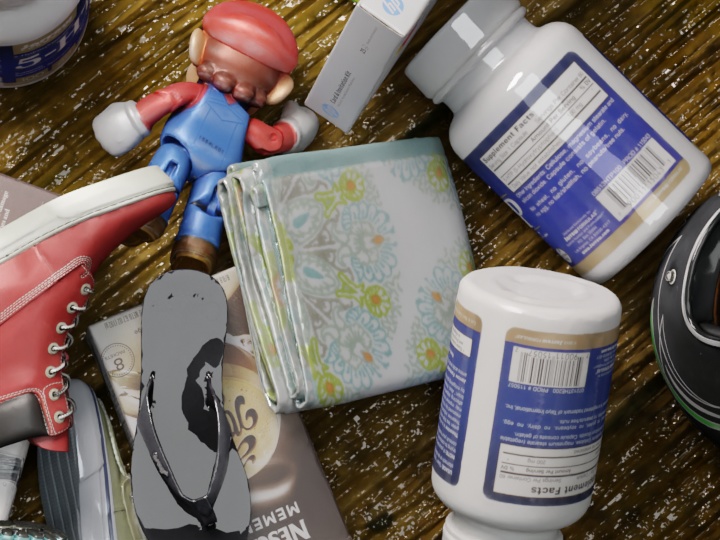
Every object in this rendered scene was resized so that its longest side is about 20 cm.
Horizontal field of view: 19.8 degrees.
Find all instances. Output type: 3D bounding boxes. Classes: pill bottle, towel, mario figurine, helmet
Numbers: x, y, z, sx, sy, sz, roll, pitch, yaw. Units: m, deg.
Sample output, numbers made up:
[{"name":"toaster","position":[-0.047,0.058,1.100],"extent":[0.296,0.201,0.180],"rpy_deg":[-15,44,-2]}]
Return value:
[{"name":"pill bottle","position":[0.107,0.106,1.389],"extent":[0.110,0.111,0.201],"rpy_deg":[6,105,-7]},{"name":"towel","position":[0.000,0.000,1.405],"extent":[0.199,0.048,0.172],"rpy_deg":[-10,86,-41]},{"name":"mario figurine","position":[-0.106,-0.094,1.425],"extent":[0.106,0.124,0.201],"rpy_deg":[9,65,32]},{"name":"helmet","position":[0.291,0.039,1.404],"extent":[0.200,0.200,0.191],"rpy_deg":[-37,49,-11]},{"name":"pill bottle","position":[-0.237,-0.198,1.357],"extent":[0.119,0.200,0.120],"rpy_deg":[1,83,-7]},{"name":"pill bottle","position":[0.132,-0.100,1.430],"extent":[0.200,0.120,0.120],"rpy_deg":[45,79,0]}]

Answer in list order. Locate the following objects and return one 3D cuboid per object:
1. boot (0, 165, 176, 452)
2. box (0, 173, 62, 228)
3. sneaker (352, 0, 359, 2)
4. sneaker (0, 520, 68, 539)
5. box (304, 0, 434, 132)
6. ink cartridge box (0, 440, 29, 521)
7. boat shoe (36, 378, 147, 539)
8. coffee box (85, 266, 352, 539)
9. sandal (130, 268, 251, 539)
[{"name":"boot","position":[-0.184,0.032,1.316],"extent":[0.199,0.072,0.145],"rpy_deg":[-30,88,-2]},{"name":"box","position":[-0.285,-0.024,1.393],"extent":[0.199,0.075,0.101],"rpy_deg":[20,80,-7]},{"name":"sneaker","position":[-0.032,-0.283,1.473],"extent":[0.083,0.074,0.201],"rpy_deg":[-17,87,14]},{"name":"sneaker","position":[-0.283,0.198,1.277],"extent":[0.199,0.078,0.087],"rpy_deg":[4,88,-8]},{"name":"box","position":[0.044,-0.205,1.400],"extent":[0.041,0.156,0.200],"rpy_deg":[33,66,-1]},{"name":"ink cartridge box","position":[-0.298,0.129,1.363],"extent":[0.144,0.084,0.201],"rpy_deg":[16,81,-7]},{"name":"boat shoe","position":[-0.171,0.171,1.393],"extent":[0.062,0.072,0.201],"rpy_deg":[-8,87,-33]},{"name":"coffee box","position":[-0.097,0.113,1.396],"extent":[0.113,0.080,0.201],"rpy_deg":[-22,86,-11]},{"name":"sandal","position":[-0.114,0.099,1.333],"extent":[0.076,0.043,0.201],"rpy_deg":[-6,83,-7]}]
